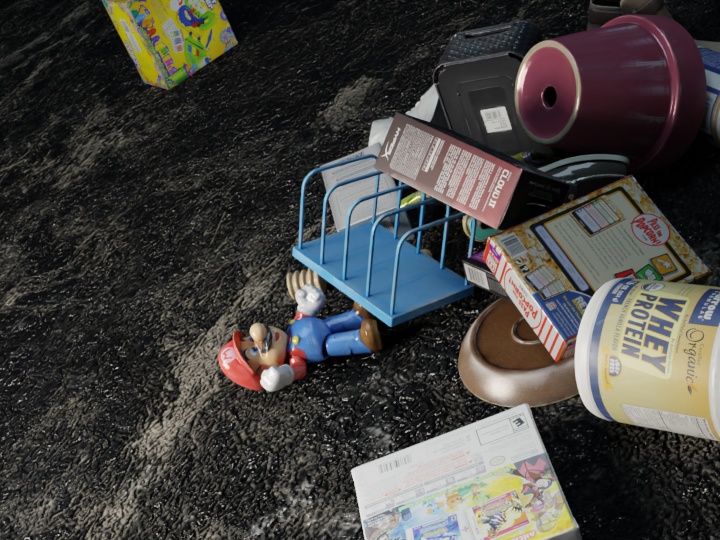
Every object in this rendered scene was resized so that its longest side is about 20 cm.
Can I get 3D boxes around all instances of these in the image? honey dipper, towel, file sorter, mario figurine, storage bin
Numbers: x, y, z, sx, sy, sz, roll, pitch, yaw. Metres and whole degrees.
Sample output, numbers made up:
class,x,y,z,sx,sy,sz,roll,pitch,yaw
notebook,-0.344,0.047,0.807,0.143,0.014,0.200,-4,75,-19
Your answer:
class,x,y,z,sx,sy,sz,roll,pitch,yaw
honey dipper,0.000,0.000,1.537,0.199,0.038,0.038,-13,34,12
towel,0.161,-0.118,1.520,0.199,0.023,0.143,-18,-4,27
file sorter,0.031,-0.046,1.428,0.138,0.123,0.200,-19,37,-35
mario figurine,-0.078,0.080,1.398,0.199,0.107,0.123,-17,3,-2
storage bin,0.195,-0.225,1.575,0.134,0.201,0.094,-5,37,26

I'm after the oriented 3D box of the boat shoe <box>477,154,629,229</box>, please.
class,x,y,z,sx,sy,sz,roll,pitch,yaw
boat shoe,0.237,-0.095,1.424,0.200,0.072,0.061,-11,67,18

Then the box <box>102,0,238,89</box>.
class,x,y,z,sx,sy,sz,roll,pitch,yaw
box,-0.392,-0.516,2.379,0.192,0.201,0.122,-38,34,-22

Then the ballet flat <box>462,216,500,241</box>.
class,x,y,z,sx,sy,sz,roll,pitch,yaw
ballet flat,0.226,-0.095,1.503,0.199,0.071,0.071,-21,32,5

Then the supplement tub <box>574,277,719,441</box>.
class,x,y,z,sx,sy,sz,roll,pitch,yaw
supplement tub,0.322,0.086,1.098,0.199,0.145,0.145,6,43,39

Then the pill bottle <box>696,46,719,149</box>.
class,x,y,z,sx,sy,sz,roll,pitch,yaw
pill bottle,0.453,-0.228,1.497,0.111,0.111,0.200,-30,33,-10

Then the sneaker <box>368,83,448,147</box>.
class,x,y,z,sx,sy,sz,roll,pitch,yaw
sneaker,0.077,-0.238,1.791,0.115,0.074,0.200,1,41,29

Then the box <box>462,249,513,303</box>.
class,x,y,z,sx,sy,sz,roll,pitch,yaw
box,0.242,-0.022,1.369,0.199,0.036,0.143,-25,25,-21

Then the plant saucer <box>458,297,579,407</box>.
class,x,y,z,sx,sy,sz,roll,pitch,yaw
plant saucer,0.202,0.074,1.301,0.199,0.032,0.201,-17,32,11

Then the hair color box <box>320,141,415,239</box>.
class,x,y,z,sx,sy,sz,roll,pitch,yaw
hair color box,0.007,-0.101,1.651,0.098,0.061,0.200,-21,33,4

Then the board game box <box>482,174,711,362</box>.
class,x,y,z,sx,sy,sz,roll,pitch,yaw
board game box,0.259,-0.006,1.267,0.199,0.046,0.152,-22,61,-18

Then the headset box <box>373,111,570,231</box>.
class,x,y,z,sx,sy,sz,roll,pitch,yaw
headset box,0.140,-0.106,1.342,0.199,0.078,0.148,28,12,30

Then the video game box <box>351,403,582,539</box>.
class,x,y,z,sx,sy,sz,roll,pitch,yaw
video game box,0.099,0.233,1.122,0.199,0.047,0.183,-21,30,5

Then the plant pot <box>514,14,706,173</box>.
class,x,y,z,sx,sy,sz,roll,pitch,yaw
plant pot,0.303,-0.223,1.448,0.178,0.201,0.200,-4,21,-30

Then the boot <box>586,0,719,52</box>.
class,x,y,z,sx,sy,sz,roll,pitch,yaw
boot,0.427,-0.346,1.650,0.199,0.147,0.070,-13,32,17
